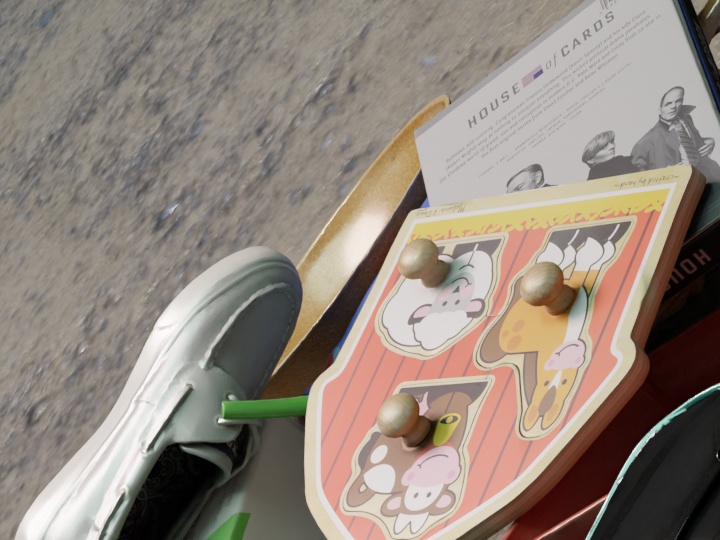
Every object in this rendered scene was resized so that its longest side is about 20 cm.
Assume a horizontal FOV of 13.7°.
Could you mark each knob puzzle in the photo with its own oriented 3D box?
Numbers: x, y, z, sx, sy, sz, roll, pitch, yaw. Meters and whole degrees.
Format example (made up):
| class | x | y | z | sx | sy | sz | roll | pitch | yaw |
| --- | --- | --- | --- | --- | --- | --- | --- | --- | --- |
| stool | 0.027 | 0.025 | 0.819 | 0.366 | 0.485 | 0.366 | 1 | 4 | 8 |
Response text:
| class | x | y | z | sx | sy | sz | roll | pitch | yaw |
| --- | --- | --- | --- | --- | --- | --- | --- | --- | --- |
| knob puzzle | 0.040 | 0.043 | 1.254 | 0.219 | 0.030 | 0.220 | -32 | 35 | 25 |

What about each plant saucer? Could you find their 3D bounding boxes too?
| class | x | y | z | sx | sy | sz | roll | pitch | yaw |
| --- | --- | --- | --- | --- | --- | --- | --- | --- | --- |
| plant saucer | 0.000 | 0.000 | 1.556 | 0.200 | 0.035 | 0.200 | -53 | 9 | 12 |
| plant saucer | 0.159 | 0.046 | 1.189 | 0.199 | 0.037 | 0.200 | -35 | 6 | 32 |

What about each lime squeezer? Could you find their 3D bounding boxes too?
| class | x | y | z | sx | sy | sz | roll | pitch | yaw |
| --- | --- | --- | --- | --- | --- | --- | --- | --- | --- |
| lime squeezer | 0.033 | 0.029 | 1.376 | 0.200 | 0.071 | 0.038 | -38 | 3 | -16 |

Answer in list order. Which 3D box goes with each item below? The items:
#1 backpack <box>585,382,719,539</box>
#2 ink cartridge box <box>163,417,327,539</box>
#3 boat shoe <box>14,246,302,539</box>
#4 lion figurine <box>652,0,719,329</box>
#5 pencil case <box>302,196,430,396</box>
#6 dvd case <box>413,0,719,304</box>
| class | x | y | z | sx | sy | sz | roll | pitch | yaw |
| --- | --- | --- | --- | --- | --- | --- | --- | --- | --- |
| backpack | 0.143 | 0.140 | 1.008 | 0.176 | 0.153 | 0.201 | 6 | 70 | 59 |
| ink cartridge box | -0.097 | 0.173 | 1.466 | 0.200 | 0.084 | 0.146 | -28 | 32 | 40 |
| boat shoe | -0.083 | 0.079 | 1.403 | 0.068 | 0.072 | 0.200 | 26 | 68 | 42 |
| lion figurine | 0.146 | -0.051 | 1.379 | 0.122 | 0.072 | 0.200 | -33 | 24 | 48 |
| pencil case | 0.053 | 0.008 | 1.444 | 0.087 | 0.078 | 0.200 | 18 | 69 | 36 |
| dvd case | 0.098 | -0.043 | 1.329 | 0.150 | 0.025 | 0.200 | -36 | 33 | 18 |
